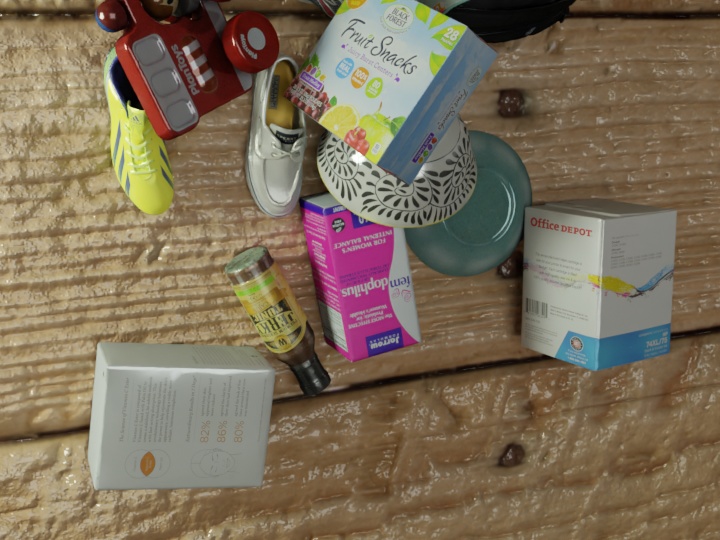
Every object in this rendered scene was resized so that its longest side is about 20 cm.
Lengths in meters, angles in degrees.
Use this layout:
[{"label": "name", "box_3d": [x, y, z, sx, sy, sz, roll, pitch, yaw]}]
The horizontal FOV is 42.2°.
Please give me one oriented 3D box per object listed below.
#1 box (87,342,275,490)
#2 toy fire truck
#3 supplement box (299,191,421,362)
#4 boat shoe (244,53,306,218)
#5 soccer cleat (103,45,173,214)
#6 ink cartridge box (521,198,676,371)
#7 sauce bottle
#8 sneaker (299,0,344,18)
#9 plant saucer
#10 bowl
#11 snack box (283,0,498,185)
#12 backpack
[{"label": "box", "box_3d": [-0.218, 0.174, 1.129, 0.200, 0.106, 0.152, 5, 99, -21]}, {"label": "toy fire truck", "box_3d": [-0.197, -0.261, 1.015, 0.168, 0.112, 0.200, -40, 114, -41]}, {"label": "supplement box", "box_3d": [0.000, 0.000, 1.180, 0.101, 0.103, 0.200, -15, 107, -18]}, {"label": "boat shoe", "box_3d": [-0.096, -0.161, 1.128, 0.071, 0.070, 0.200, 0, 100, -21]}, {"label": "soccer cleat", "box_3d": [-0.253, -0.159, 1.063, 0.065, 0.084, 0.200, -12, 104, -17]}, {"label": "ink cartridge box", "box_3d": [0.320, 0.012, 1.263, 0.146, 0.147, 0.200, -8, 104, -31]}, {"label": "sauce bottle", "box_3d": [-0.098, 0.067, 1.176, 0.065, 0.065, 0.200, -33, 109, -11]}, {"label": "sneaker", "box_3d": [-0.026, -0.343, 1.117, 0.200, 0.075, 0.081, 32, 88, -22]}, {"label": "plant saucer", "box_3d": [0.151, -0.087, 1.252, 0.201, 0.039, 0.201, -4, 101, -20]}, {"label": "bowl", "box_3d": [0.051, -0.158, 1.111, 0.201, 0.094, 0.201, 4, 56, -6]}, {"label": "snack box", "box_3d": [0.027, -0.213, 1.023, 0.068, 0.200, 0.169, 25, 103, -46]}, {"label": "backpack", "box_3d": [0.156, -0.356, 1.131, 0.200, 0.176, 0.153, -21, 90, -14]}]
